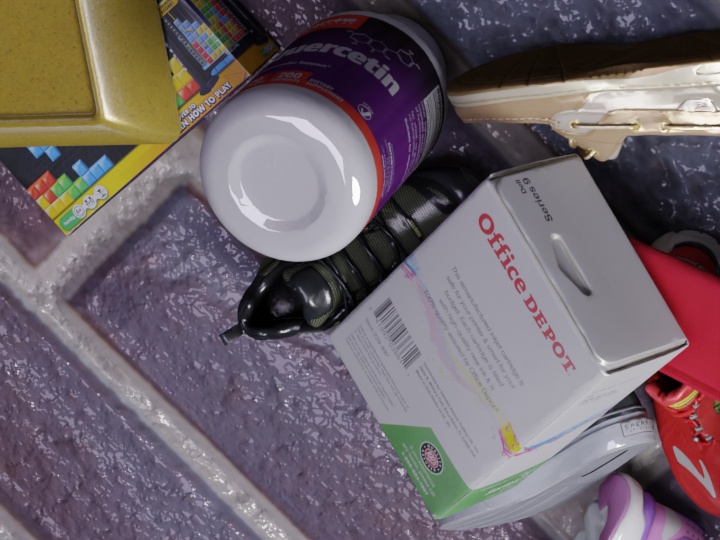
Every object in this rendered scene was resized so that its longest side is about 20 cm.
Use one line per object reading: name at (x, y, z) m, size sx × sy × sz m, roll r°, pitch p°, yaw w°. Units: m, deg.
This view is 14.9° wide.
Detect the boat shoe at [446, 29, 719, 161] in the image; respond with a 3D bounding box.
boat shoe at (0.153, -0.101, 1.715) m, size 0.200 × 0.074 × 0.069 m, roll -4°, pitch 113°, yaw 18°

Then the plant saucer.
plant saucer at (-0.230, -0.166, 1.797) m, size 0.200 × 0.048 × 0.200 m, roll 0°, pitch 114°, yaw 23°

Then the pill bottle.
pill bottle at (-0.015, -0.092, 1.717) m, size 0.112 × 0.200 × 0.113 m, roll 9°, pitch 117°, yaw 18°

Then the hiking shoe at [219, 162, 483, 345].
hiking shoe at (0.000, 0.000, 1.815) m, size 0.200 × 0.101 × 0.076 m, roll -31°, pitch 101°, yaw 31°

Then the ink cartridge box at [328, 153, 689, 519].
ink cartridge box at (0.090, 0.042, 1.734) m, size 0.145 × 0.087 × 0.200 m, roll 60°, pitch 138°, yaw 15°

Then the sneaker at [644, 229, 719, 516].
sneaker at (0.209, 0.075, 1.775) m, size 0.077 × 0.085 × 0.200 m, roll -6°, pitch 111°, yaw 26°

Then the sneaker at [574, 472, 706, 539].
sneaker at (0.172, 0.228, 1.876) m, size 0.088 × 0.081 × 0.200 m, roll 19°, pitch 128°, yaw -14°

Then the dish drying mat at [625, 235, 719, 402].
dish drying mat at (0.224, 0.046, 1.680) m, size 0.200 × 0.018 × 0.077 m, roll 28°, pitch 119°, yaw 34°

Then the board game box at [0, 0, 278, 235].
board game box at (-0.180, -0.145, 1.846) m, size 0.165 × 0.057 × 0.200 m, roll 47°, pitch 122°, yaw -6°

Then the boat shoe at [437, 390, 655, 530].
boat shoe at (0.120, 0.117, 1.846) m, size 0.200 × 0.072 × 0.071 m, roll -33°, pitch 66°, yaw 42°
